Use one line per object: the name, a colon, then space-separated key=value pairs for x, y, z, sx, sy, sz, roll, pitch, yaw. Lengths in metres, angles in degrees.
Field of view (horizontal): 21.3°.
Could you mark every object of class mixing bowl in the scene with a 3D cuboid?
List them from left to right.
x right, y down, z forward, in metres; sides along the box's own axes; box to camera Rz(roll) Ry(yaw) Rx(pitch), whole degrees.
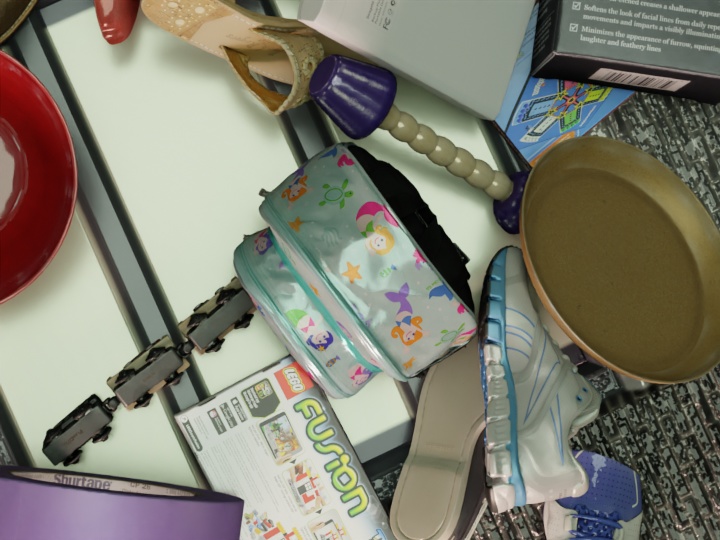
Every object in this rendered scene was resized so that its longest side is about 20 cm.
mixing bowl: x=-0.298 y=-0.070 z=1.377 sx=0.199 sy=0.108 sz=0.202 roll=0 pitch=96 yaw=-3

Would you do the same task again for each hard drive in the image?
hard drive: x=0.048 y=-0.202 z=1.361 sx=0.199 sy=0.027 sz=0.133 roll=23 pitch=84 yaw=-45

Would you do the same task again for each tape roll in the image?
tape roll: x=-0.183 y=0.188 z=1.332 sx=0.199 sy=0.200 sz=0.086 roll=8 pitch=87 yaw=-4

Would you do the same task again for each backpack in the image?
backpack: x=0.000 y=0.000 z=1.355 sx=0.150 sy=0.200 sz=0.178 roll=-37 pitch=91 yaw=-2

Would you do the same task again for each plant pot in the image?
plant pot: x=0.193 y=-0.005 z=1.411 sx=0.199 sy=0.027 sz=0.201 roll=17 pitch=56 yaw=-27

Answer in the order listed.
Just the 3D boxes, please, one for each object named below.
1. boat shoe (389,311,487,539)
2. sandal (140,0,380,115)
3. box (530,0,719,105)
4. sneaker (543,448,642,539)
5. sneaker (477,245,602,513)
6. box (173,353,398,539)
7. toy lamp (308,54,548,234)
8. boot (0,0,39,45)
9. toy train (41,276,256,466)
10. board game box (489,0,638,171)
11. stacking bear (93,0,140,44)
boat shoe: x=0.081 y=0.121 z=1.433 sx=0.072 sy=0.063 sz=0.201 roll=13 pitch=72 yaw=31
sandal: x=-0.069 y=-0.146 z=1.380 sx=0.211 sy=0.077 sz=0.070 roll=21 pitch=54 yaw=-36
box: x=0.216 y=-0.237 z=1.412 sx=0.147 sy=0.107 sz=0.201 roll=9 pitch=86 yaw=-3
sneaker: x=0.166 y=0.236 z=1.396 sx=0.080 sy=0.115 sz=0.201 roll=16 pitch=86 yaw=-4
sneaker: x=0.128 y=0.077 z=1.370 sx=0.086 sy=0.075 sz=0.201 roll=-2 pitch=66 yaw=0
box: x=-0.046 y=0.172 z=1.424 sx=0.110 sy=0.035 sz=0.201 roll=-27 pitch=89 yaw=-5
toy lamp: x=0.049 y=-0.095 z=1.399 sx=0.199 sy=0.058 sz=0.058 roll=31 pitch=84 yaw=-29
boot: x=-0.254 y=-0.252 z=1.415 sx=0.073 sy=0.075 sz=0.201 roll=30 pitch=86 yaw=-4
toy train: x=-0.154 y=0.074 z=1.418 sx=0.200 sy=0.046 sz=0.034 roll=-39 pitch=102 yaw=-3
board game box: x=0.178 y=-0.175 z=1.468 sx=0.200 sy=0.019 sz=0.103 roll=-39 pitch=89 yaw=-6
stacking bear: x=-0.098 y=-0.252 z=1.390 sx=0.199 sy=0.114 sz=0.122 roll=-9 pitch=126 yaw=7
